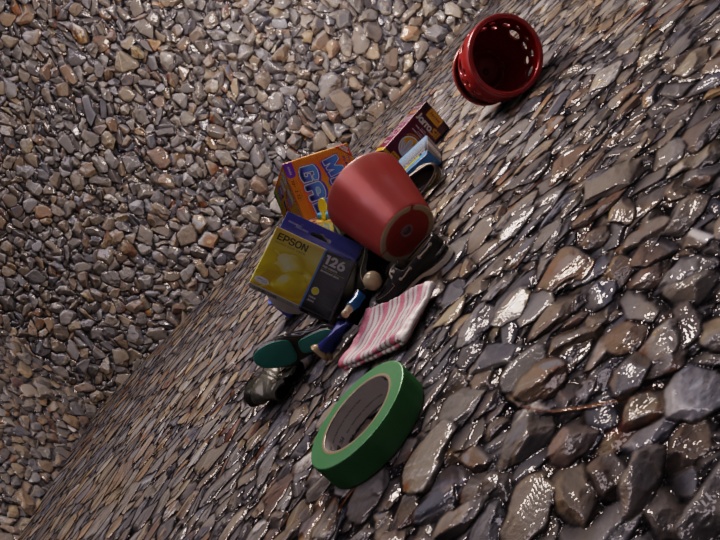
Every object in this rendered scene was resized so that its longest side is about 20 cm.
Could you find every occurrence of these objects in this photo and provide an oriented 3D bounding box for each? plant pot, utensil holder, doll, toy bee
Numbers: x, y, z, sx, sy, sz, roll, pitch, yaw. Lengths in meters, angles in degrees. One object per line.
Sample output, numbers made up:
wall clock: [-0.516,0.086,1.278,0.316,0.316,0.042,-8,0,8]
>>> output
plant pot: [0.338,-0.521,1.911,0.201,0.200,0.182,-47,7,-4]
plant pot: [0.054,-0.126,1.626,0.201,0.200,0.178,-46,49,3]
utensil holder: [-0.148,0.001,1.799,0.171,0.169,0.200,-51,-4,-19]
doll: [-0.021,0.089,1.526,0.201,0.048,0.136,-54,-14,3]
toy bee: [-0.069,-0.117,1.857,0.198,0.133,0.108,-32,18,-14]

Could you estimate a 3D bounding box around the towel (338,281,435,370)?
towel: [0.045,0.101,1.389,0.199,0.030,0.147,-31,22,49]

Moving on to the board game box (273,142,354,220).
board game box: [-0.105,-0.195,2.100,0.196,0.203,0.200,-21,-10,-18]

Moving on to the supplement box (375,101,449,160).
supplement box: [0.155,-0.392,2.267,0.201,0.110,0.086,-48,15,-5]

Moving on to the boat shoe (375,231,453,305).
boat shoe: [0.093,0.000,1.487,0.199,0.060,0.074,-38,18,33]

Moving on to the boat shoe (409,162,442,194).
boat shoe: [0.119,-0.193,1.893,0.199,0.072,0.059,-40,-16,10]

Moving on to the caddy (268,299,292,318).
caddy: [-0.177,0.033,2.103,0.201,0.105,0.141,-54,17,-28]

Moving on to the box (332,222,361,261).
box: [0.013,-0.113,1.800,0.143,0.036,0.201,-38,-28,-6]

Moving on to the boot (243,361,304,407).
boot: [-0.167,0.223,1.691,0.129,0.068,0.201,-18,30,39]

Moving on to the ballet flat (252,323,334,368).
ballet flat: [-0.136,0.159,1.643,0.196,0.074,0.073,-19,20,9]

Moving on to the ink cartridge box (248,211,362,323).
ink cartridge box: [-0.117,-0.014,1.675,0.047,0.194,0.203,102,-168,-73]

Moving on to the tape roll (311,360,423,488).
tape roll: [0.009,0.229,1.142,0.200,0.048,0.201,-44,15,15]

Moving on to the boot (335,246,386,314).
boot: [0.000,0.000,1.750,0.138,0.077,0.201,-44,13,33]

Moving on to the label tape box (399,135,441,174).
label tape box: [0.148,-0.275,2.064,0.144,0.063,0.201,-41,15,20]
